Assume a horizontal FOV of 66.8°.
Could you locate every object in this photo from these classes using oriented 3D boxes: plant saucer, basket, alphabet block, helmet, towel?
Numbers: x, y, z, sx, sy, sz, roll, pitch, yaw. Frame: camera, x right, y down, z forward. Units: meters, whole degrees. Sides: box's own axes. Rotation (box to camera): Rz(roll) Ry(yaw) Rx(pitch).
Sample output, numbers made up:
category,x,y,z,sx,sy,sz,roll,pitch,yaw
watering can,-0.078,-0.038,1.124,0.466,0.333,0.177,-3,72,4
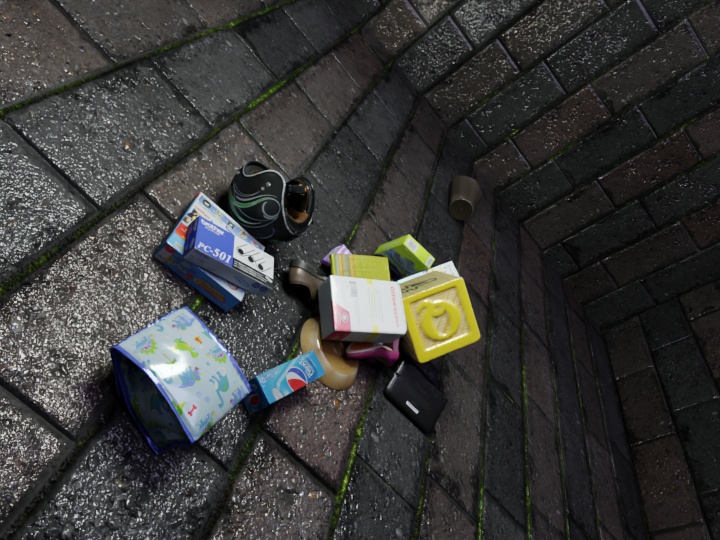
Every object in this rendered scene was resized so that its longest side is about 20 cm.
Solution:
category,x,y,z,sx,sy,sz,roll,pitch,yaw
plant saucer,-0.066,0.200,1.378,0.200,0.035,0.200,37,36,-32
basket,0.490,-0.335,2.595,0.180,0.136,0.200,44,36,-15
alphabet block,0.194,0.125,1.559,0.200,0.196,0.196,-153,-138,-75
helmet,-0.227,-0.166,1.333,0.200,0.190,0.200,-19,112,-62
towel,0.000,0.000,1.530,0.200,0.018,0.086,3,77,-37

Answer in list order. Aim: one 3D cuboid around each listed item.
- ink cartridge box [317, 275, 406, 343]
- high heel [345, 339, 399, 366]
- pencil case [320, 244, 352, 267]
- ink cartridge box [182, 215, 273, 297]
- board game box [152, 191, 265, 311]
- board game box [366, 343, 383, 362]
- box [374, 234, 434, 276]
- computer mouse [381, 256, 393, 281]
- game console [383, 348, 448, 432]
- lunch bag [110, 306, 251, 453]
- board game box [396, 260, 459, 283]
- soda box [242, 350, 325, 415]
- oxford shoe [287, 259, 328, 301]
category,x,y,z,sx,sy,sz,roll,pitch,yaw
ink cartridge box,0.003,0.101,1.371,0.200,0.083,0.145,7,62,-26
high heel,0.033,0.228,1.426,0.200,0.067,0.096,-5,110,-43
pencil case,-0.023,0.020,1.570,0.200,0.084,0.086,50,64,-11
ink cartridge box,-0.275,-0.027,1.163,0.200,0.044,0.094,32,37,-37
board game box,-0.325,-0.044,1.207,0.200,0.056,0.196,43,33,-23
board game box,0.041,0.139,1.508,0.120,0.032,0.200,-22,102,-50
box,0.133,-0.043,1.767,0.122,0.200,0.048,42,64,-17
computer mouse,0.032,-0.006,1.703,0.200,0.044,0.110,11,54,-51
game console,0.145,0.337,1.576,0.200,0.116,0.176,45,62,-19
lunch bag,-0.316,0.180,0.943,0.200,0.127,0.170,64,30,-9
board game box,0.212,0.062,1.742,0.200,0.103,0.105,-19,75,-18
soda box,-0.165,0.236,1.168,0.200,0.068,0.064,-16,76,-59
oxford shoe,-0.120,0.051,1.424,0.200,0.073,0.085,33,61,-39
